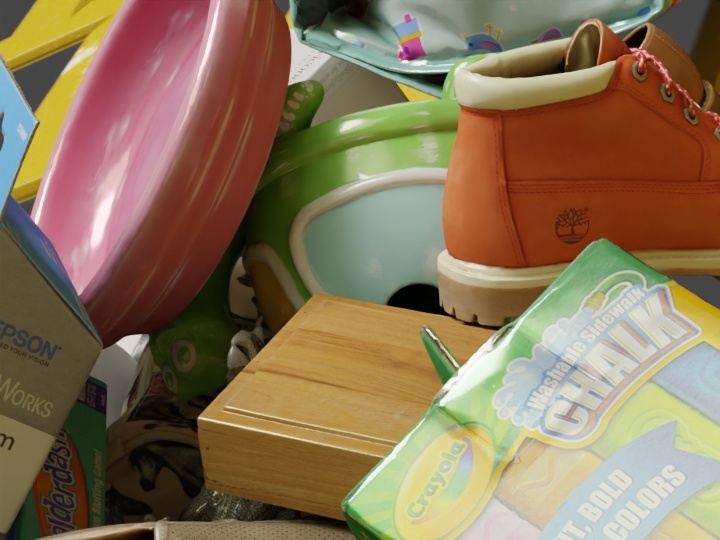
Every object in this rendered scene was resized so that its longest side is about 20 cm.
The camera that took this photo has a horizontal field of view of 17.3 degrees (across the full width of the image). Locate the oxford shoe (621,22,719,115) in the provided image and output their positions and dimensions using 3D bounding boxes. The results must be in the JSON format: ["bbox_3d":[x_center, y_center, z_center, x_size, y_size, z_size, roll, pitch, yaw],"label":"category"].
[{"bbox_3d":[0.071,-0.051,1.119,0.199,0.071,0.071,-33,27,13],"label":"oxford shoe"}]

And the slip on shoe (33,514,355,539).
[{"bbox_3d":[-0.061,0.120,0.867,0.198,0.061,0.076,-7,50,13],"label":"slip on shoe"}]

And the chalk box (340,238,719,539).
[{"bbox_3d":[0.083,0.088,0.717,0.124,0.125,0.200,-45,50,-15],"label":"chalk box"}]

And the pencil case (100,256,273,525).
[{"bbox_3d":[-0.072,0.048,1.114,0.078,0.089,0.201,-41,20,34],"label":"pencil case"}]

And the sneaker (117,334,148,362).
[{"bbox_3d":[-0.183,0.060,1.254,0.199,0.080,0.074,-18,29,33],"label":"sneaker"}]

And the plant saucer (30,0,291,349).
[{"bbox_3d":[-0.086,-0.052,1.027,0.201,0.051,0.201,-50,27,36],"label":"plant saucer"}]

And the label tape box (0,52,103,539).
[{"bbox_3d":[-0.154,0.027,0.948,0.201,0.063,0.144,-63,21,8],"label":"label tape box"}]

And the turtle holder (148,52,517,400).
[{"bbox_3d":[0.006,-0.004,1.017,0.184,0.133,0.141,-3,-21,-16],"label":"turtle holder"}]

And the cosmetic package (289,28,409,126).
[{"bbox_3d":[-0.063,-0.071,1.312,0.108,0.085,0.199,-46,25,-21],"label":"cosmetic package"}]

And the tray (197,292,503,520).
[{"bbox_3d":[0.050,0.060,0.876,0.199,0.037,0.099,10,33,25],"label":"tray"}]

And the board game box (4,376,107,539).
[{"bbox_3d":[-0.183,0.153,1.031,0.200,0.045,0.153,-45,32,29],"label":"board game box"}]

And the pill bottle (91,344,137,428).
[{"bbox_3d":[-0.198,0.094,1.174,0.199,0.113,0.113,-17,32,37],"label":"pill bottle"}]

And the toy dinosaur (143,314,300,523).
[{"bbox_3d":[-0.058,0.124,0.979,0.102,0.077,0.201,-41,-24,-55],"label":"toy dinosaur"}]

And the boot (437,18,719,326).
[{"bbox_3d":[0.122,-0.050,0.942,0.199,0.108,0.075,-12,18,-26],"label":"boot"}]

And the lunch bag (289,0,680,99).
[{"bbox_3d":[0.077,-0.162,1.194,0.199,0.123,0.170,-17,10,28],"label":"lunch bag"}]
